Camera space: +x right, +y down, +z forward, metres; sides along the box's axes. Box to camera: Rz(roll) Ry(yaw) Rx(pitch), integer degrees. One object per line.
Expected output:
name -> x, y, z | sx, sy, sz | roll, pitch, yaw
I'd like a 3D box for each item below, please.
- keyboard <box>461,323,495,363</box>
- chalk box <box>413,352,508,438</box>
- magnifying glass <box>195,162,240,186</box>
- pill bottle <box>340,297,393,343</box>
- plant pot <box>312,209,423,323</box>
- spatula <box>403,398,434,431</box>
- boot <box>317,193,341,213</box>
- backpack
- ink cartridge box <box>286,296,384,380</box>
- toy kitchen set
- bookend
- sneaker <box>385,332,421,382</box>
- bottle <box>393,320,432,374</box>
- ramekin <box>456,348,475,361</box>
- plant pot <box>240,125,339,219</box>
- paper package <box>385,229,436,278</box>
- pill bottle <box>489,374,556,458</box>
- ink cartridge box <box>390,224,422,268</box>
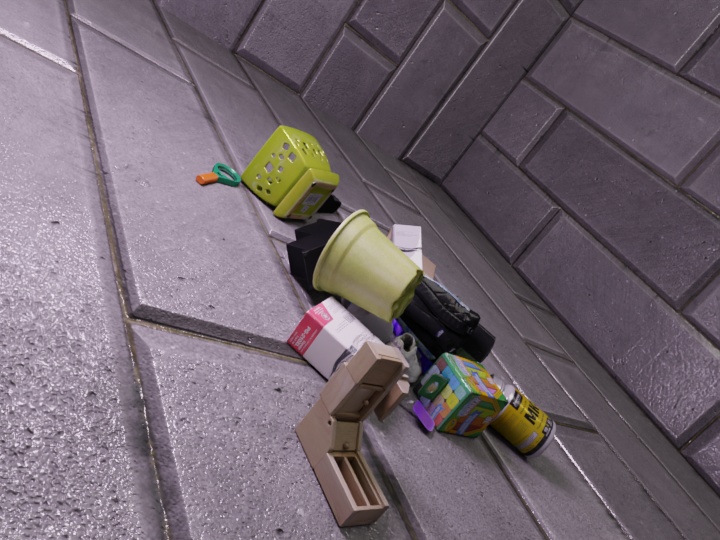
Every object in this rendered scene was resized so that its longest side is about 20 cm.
keyboard -> 0.225, 0.155, 1.465 | 0.199, 0.127, 0.021 | 40, -12, 16
chalk box -> 0.213, 0.279, 1.339 | 0.198, 0.126, 0.125 | 21, 25, -42
magnifying glass -> -0.373, -0.245, 1.553 | 0.079, 0.023, 0.200 | 41, 17, 0
pill bottle -> 0.012, 0.084, 1.402 | 0.112, 0.114, 0.201 | 30, 20, -25
plant pot -> 0.028, 0.006, 1.268 | 0.182, 0.203, 0.200 | 34, 16, 17
spatula -> 0.081, 0.265, 1.266 | 0.199, 0.021, 0.056 | 39, 18, 8
boot -> -0.152, -0.268, 1.949 | 0.163, 0.073, 0.198 | 47, 12, 13
backpack -> 0.154, 0.100, 1.408 | 0.199, 0.164, 0.154 | 40, -4, -14
ink cartridge box -> -0.029, 0.160, 1.193 | 0.199, 0.085, 0.145 | 41, 19, 7
toy kitchen set -> 0.039, 0.253, 0.933 | 0.161, 0.201, 0.182 | 18, 27, -45
bookend -> -0.109, -0.045, 1.445 | 0.197, 0.094, 0.196 | -24, 25, -36
sneaker -> 0.105, 0.195, 1.341 | 0.075, 0.100, 0.199 | 42, 9, 27
bottle -> 0.134, 0.171, 1.518 | 0.083, 0.066, 0.201 | 17, 29, -50
ramekin -> 0.239, 0.174, 1.571 | 0.202, 0.097, 0.200 | 53, -3, 4
plant pot -> -0.185, -0.261, 1.686 | 0.183, 0.199, 0.199 | 51, 21, 16
paper package -> 0.133, -0.019, 1.890 | 0.199, 0.104, 0.191 | 39, 19, -1
pill bottle -> 0.380, 0.362, 1.491 | 0.199, 0.115, 0.114 | 40, 18, 1
ink cartridge box -> 0.119, -0.001, 1.623 | 0.082, 0.146, 0.204 | 4, 55, -3
